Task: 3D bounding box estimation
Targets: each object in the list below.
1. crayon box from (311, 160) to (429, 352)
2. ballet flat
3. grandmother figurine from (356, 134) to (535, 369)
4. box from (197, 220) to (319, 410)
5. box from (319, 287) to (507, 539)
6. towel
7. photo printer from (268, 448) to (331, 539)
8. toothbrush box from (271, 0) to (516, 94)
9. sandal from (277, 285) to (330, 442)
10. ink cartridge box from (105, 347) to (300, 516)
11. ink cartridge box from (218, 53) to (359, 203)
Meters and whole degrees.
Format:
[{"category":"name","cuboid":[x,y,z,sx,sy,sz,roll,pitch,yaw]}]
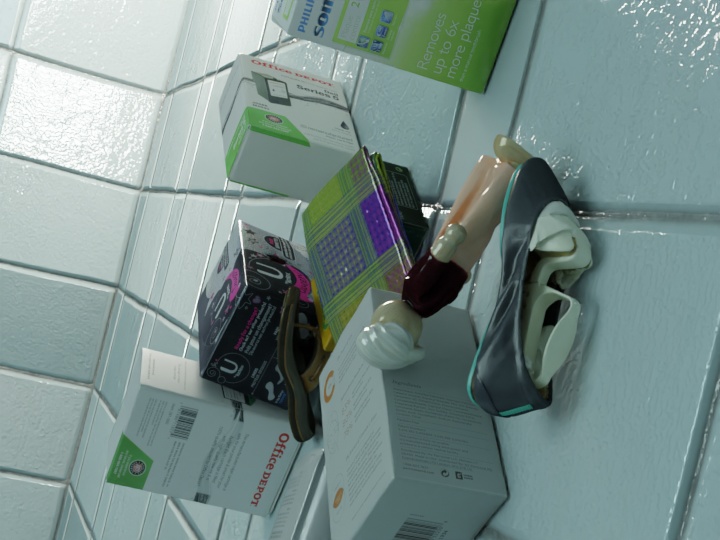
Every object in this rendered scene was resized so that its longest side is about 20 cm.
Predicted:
[{"category":"crayon box","cuboid":[0.000,0.000,1.292,0.126,0.052,0.200,-105,33,-55]},{"category":"ballet flat","cuboid":[0.132,0.011,0.895,0.073,0.073,0.200,-27,45,66]},{"category":"grandmother figurine","cuboid":[0.067,-0.006,0.973,0.200,0.061,0.121,-52,-27,-7]},{"category":"box","cuboid":[-0.117,0.046,1.460,0.132,0.115,0.200,-62,19,18]},{"category":"box","cuboid":[0.036,0.133,1.020,0.200,0.097,0.124,-97,27,-45]},{"category":"towel","cuboid":[0.004,0.000,1.195,0.144,0.023,0.200,-43,58,44]},{"category":"photo printer","cuboid":[-0.052,0.271,1.151,0.166,0.069,0.200,131,160,-72]},{"category":"toothbrush box","cuboid":[0.037,-0.264,1.141,0.086,0.200,0.146,-123,51,-66]},{"category":"sandal","cuboid":[-0.056,0.101,1.335,0.082,0.054,0.200,-86,-8,-60]},{"category":"ink cartridge box","cuboid":[-0.180,0.191,1.449,0.084,0.200,0.146,-103,33,-59]},{"category":"ink cartridge box","cuboid":[-0.091,-0.175,1.532,0.200,0.145,0.084,-105,34,-54]}]
